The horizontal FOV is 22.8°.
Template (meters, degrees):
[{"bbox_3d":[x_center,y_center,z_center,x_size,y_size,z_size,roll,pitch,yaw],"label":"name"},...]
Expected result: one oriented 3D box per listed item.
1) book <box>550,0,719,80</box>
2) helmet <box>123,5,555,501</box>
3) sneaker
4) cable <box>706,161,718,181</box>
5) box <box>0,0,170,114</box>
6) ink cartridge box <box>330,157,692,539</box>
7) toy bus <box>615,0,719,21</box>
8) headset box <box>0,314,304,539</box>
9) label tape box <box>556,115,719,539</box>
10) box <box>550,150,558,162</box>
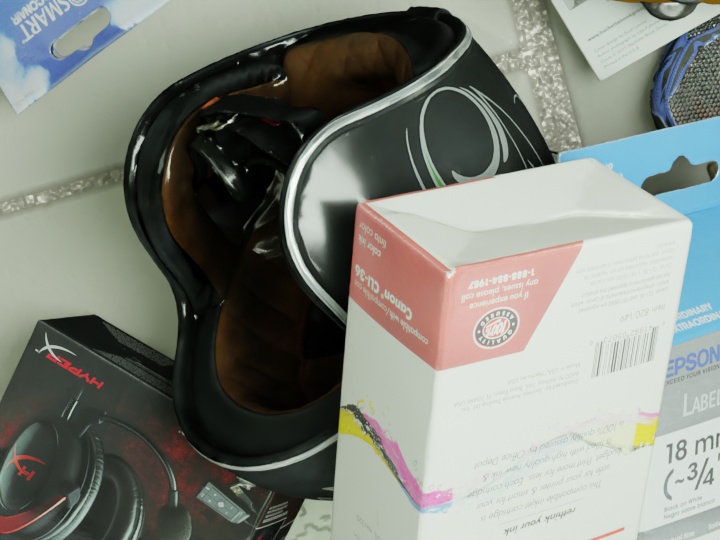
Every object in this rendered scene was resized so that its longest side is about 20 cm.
[{"bbox_3d":[0.122,-0.207,0.847,0.133,0.048,0.201,-28,111,18],"label":"book"},{"bbox_3d":[0.000,0.000,0.796,0.198,0.200,0.192,-16,113,2],"label":"helmet"},{"bbox_3d":[0.228,-0.128,0.875,0.199,0.078,0.076,-37,93,4],"label":"sneaker"},{"bbox_3d":[0.209,0.037,0.897,0.097,0.050,0.201,-33,99,2],"label":"cable"},{"bbox_3d":[-0.175,-0.194,0.872,0.121,0.048,0.201,-31,95,27],"label":"box"},{"bbox_3d":[0.053,0.067,0.704,0.116,0.067,0.202,-11,120,-30],"label":"ink cartridge box"},{"bbox_3d":[0.182,-0.156,0.805,0.198,0.065,0.079,-1,90,3],"label":"toy bus"},{"bbox_3d":[-0.129,0.145,0.890,0.148,0.075,0.201,29,98,13],"label":"headset box"},{"bbox_3d":[0.155,0.040,0.780,0.143,0.063,0.202,-15,114,-32],"label":"label tape box"},{"bbox_3d":[0.051,0.030,0.912,0.136,0.040,0.202,15,95,0],"label":"box"}]
